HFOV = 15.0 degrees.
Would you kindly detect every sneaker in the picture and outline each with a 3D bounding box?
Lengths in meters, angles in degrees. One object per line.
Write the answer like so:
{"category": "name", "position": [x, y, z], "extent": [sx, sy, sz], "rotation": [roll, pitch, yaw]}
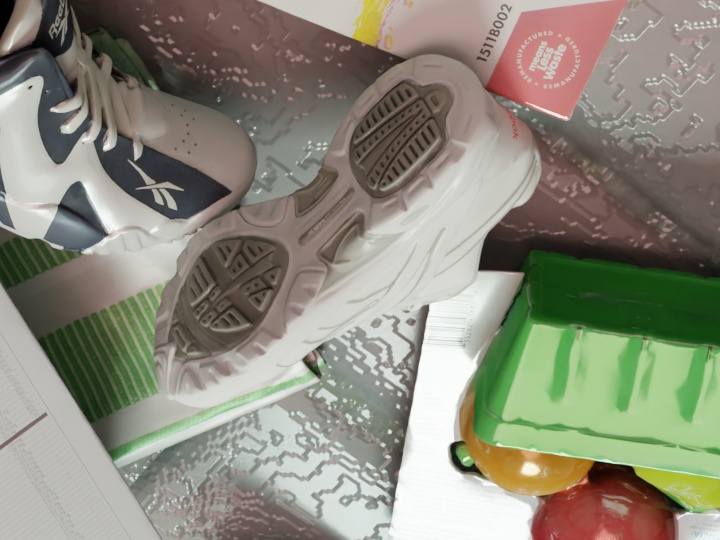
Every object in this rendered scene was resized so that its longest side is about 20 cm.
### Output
{"category": "sneaker", "position": [0.000, 0.000, 1.155], "extent": [0.200, 0.078, 0.099], "rotation": [-38, 142, 22]}
{"category": "sneaker", "position": [-0.119, -0.078, 1.107], "extent": [0.199, 0.080, 0.130], "rotation": [12, 142, -20]}

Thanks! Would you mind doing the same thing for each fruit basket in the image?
{"category": "fruit basket", "position": [0.111, 0.088, 1.254], "extent": [0.185, 0.094, 0.200], "rotation": [8, 129, 0]}

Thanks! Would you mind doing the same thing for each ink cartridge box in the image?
{"category": "ink cartridge box", "position": [0.017, -0.156, 1.122], "extent": [0.200, 0.068, 0.117], "rotation": [20, 118, -8]}

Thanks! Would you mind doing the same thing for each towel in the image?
{"category": "towel", "position": [-0.125, -0.002, 1.245], "extent": [0.152, 0.023, 0.200], "rotation": [-24, 116, 17]}

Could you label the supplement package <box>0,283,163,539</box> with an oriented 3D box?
{"category": "supplement package", "position": [-0.183, 0.079, 1.193], "extent": [0.114, 0.109, 0.200], "rotation": [-36, 119, -15]}
